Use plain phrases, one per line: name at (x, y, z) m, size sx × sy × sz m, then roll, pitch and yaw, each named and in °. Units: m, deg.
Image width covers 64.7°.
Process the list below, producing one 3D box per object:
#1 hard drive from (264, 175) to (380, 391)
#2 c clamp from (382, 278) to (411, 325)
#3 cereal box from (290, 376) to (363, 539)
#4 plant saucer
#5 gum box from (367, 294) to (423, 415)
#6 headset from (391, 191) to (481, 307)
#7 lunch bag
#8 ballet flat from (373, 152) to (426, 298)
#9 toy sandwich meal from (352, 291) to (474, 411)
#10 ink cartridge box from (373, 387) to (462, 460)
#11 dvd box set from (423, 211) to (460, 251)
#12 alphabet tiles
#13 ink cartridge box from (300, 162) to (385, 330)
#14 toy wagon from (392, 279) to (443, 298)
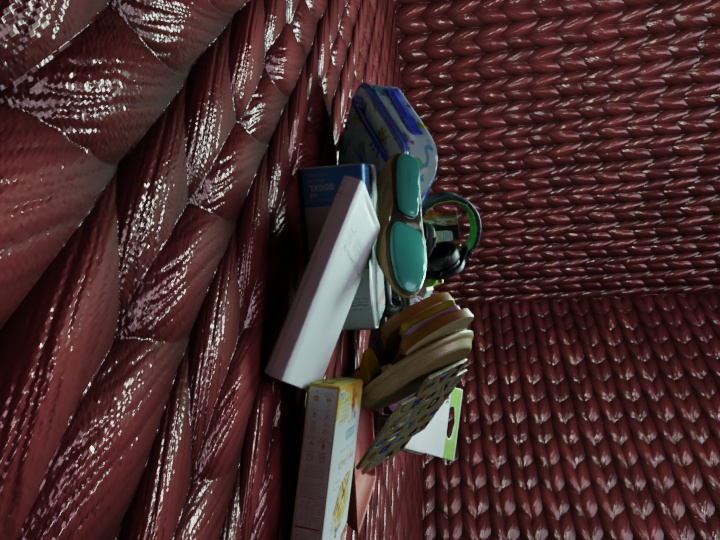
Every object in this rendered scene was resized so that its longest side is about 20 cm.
hard drive at (-0.032, 0.022, 0.591) m, size 0.132 × 0.026 × 0.204 m, roll 60°, pitch 49°, yaw -71°
c clamp at (0.050, 0.035, 0.825) m, size 0.200 × 0.026 × 0.175 m, roll 133°, pitch -48°, yaw -80°
cereal box at (-0.035, 0.222, 0.617) m, size 0.144 × 0.039 × 0.205 m, roll 37°, pitch 59°, yaw -78°
plant saucer at (-0.009, 0.256, 0.867) m, size 0.200 × 0.036 × 0.205 m, roll -11°, pitch 98°, yaw -80°
gum box at (0.062, 0.139, 0.993) m, size 0.113 × 0.065 × 0.205 m, roll -174°, pitch -86°, yaw -69°
headset at (0.113, -0.024, 0.894) m, size 0.123 × 0.201 × 0.094 m, roll 34°, pitch 8°, yaw -25°
lunch bag at (0.036, -0.177, 0.865) m, size 0.202 × 0.081 × 0.162 m, roll 66°, pitch -33°, yaw 37°
ballet flat at (0.045, -0.050, 0.702) m, size 0.068 × 0.063 × 0.204 m, roll 23°, pitch 56°, yaw -29°
toy sandwich meal at (0.064, 0.112, 0.755) m, size 0.071 × 0.202 × 0.206 m, roll 59°, pitch -1°, yaw 21°
ink cartridge box at (0.111, 0.285, 1.123) m, size 0.198 × 0.075 × 0.151 m, roll 28°, pitch 65°, yaw -39°
dvd box set at (0.079, -0.064, 1.024) m, size 0.147 × 0.195 × 0.030 m, roll -77°, pitch 164°, yaw -60°
alphabet tiles at (0.074, 0.205, 0.792) m, size 0.165 × 0.006 × 0.202 m, roll -12°, pitch 138°, yaw -49°
ink cartridge box at (-0.017, -0.036, 0.756) m, size 0.145 × 0.082 × 0.205 m, roll -48°, pitch 134°, yaw -78°
toy wagon at (0.084, 0.016, 1.081) m, size 0.039 × 0.197 × 0.159 m, roll -13°, pitch 92°, yaw -48°
